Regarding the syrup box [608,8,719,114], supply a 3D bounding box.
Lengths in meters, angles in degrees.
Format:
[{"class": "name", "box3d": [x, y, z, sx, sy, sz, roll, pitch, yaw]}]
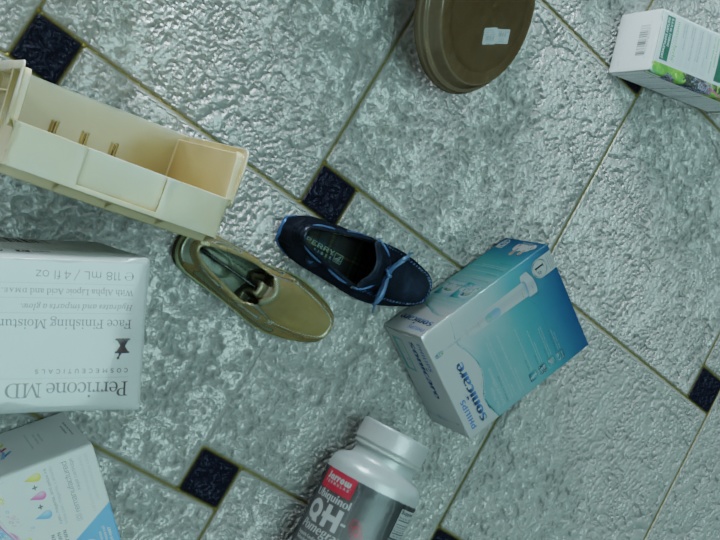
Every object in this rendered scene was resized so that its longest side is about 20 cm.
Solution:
[{"class": "syrup box", "box3d": [0.426, -0.265, 1.288, 0.199, 0.081, 0.079, 13, 91, -28]}]

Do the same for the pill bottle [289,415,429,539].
[{"class": "pill bottle", "box3d": [-0.003, 0.269, 1.105, 0.111, 0.111, 0.200, 31, 81, -28]}]

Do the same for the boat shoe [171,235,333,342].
[{"class": "boat shoe", "box3d": [-0.102, 0.024, 1.040, 0.200, 0.076, 0.072, 28, 82, -28]}]

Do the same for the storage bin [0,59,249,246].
[{"class": "storage bin", "box3d": [-0.230, -0.106, 0.888, 0.200, 0.198, 0.094, 20, 90, -29]}]

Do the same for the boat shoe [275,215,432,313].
[{"class": "boat shoe", "box3d": [0.000, 0.000, 1.097, 0.200, 0.069, 0.084, 16, 89, -29]}]

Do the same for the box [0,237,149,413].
[{"class": "box", "box3d": [-0.306, 0.041, 0.862, 0.198, 0.200, 0.131, 2, 95, -29]}]

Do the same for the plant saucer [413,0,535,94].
[{"class": "plant saucer", "box3d": [0.135, -0.294, 1.114, 0.200, 0.029, 0.201, -26, 128, -39]}]

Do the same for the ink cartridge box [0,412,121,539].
[{"class": "ink cartridge box", "box3d": [-0.338, 0.234, 0.911, 0.200, 0.125, 0.129, -19, 105, -26]}]

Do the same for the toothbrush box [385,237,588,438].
[{"class": "toothbrush box", "box3d": [0.151, 0.076, 1.179, 0.200, 0.085, 0.147, -36, 112, -21]}]
